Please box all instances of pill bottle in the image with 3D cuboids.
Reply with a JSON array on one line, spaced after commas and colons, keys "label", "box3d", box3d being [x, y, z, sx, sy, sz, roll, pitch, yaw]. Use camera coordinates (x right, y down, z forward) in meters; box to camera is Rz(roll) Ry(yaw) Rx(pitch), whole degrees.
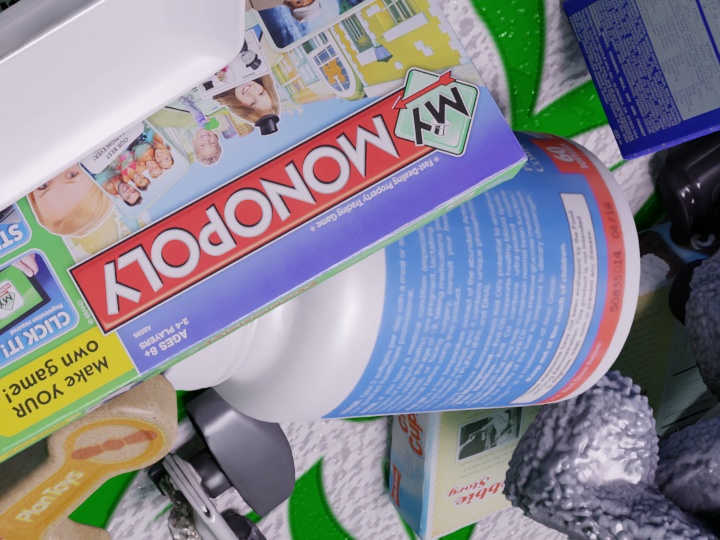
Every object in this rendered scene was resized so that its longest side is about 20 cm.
[{"label": "pill bottle", "box3d": [0.000, 0.000, 0.753, 0.199, 0.112, 0.113, -1, 127, -38]}]

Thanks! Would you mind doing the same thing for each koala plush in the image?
[{"label": "koala plush", "box3d": [0.192, 0.053, 0.866, 0.201, 0.183, 0.177, -66, 157, -9]}]

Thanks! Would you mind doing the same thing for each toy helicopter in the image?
[{"label": "toy helicopter", "box3d": [-0.140, 0.086, 0.718, 0.132, 0.079, 0.200, 21, 135, -33]}]

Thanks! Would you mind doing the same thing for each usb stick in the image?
[{"label": "usb stick", "box3d": [0.222, -0.085, 0.908, 0.200, 0.033, 0.056, -35, 147, -6]}]

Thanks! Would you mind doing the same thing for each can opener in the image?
[{"label": "can opener", "box3d": [-0.040, 0.130, 0.888, 0.066, 0.053, 0.200, -33, 140, -9]}]

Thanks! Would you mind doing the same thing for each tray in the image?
[{"label": "tray", "box3d": [-0.119, -0.038, 0.576, 0.200, 0.022, 0.107, -34, 168, -13]}]

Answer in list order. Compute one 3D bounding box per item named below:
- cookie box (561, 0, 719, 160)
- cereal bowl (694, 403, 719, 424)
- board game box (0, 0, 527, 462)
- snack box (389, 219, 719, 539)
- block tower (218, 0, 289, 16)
[{"label": "cookie box", "box3d": [0.192, -0.118, 0.733, 0.170, 0.076, 0.200, -25, -178, -17]}, {"label": "cereal bowl", "box3d": [0.227, 0.121, 1.031, 0.199, 0.083, 0.200, -27, 152, -16]}, {"label": "board game box", "box3d": [-0.063, -0.045, 0.654, 0.199, 0.135, 0.029, -29, 174, -12]}, {"label": "snack box", "box3d": [0.108, 0.044, 0.935, 0.199, 0.037, 0.117, -20, 136, -23]}, {"label": "block tower", "box3d": [0.036, -0.133, 0.608, 0.199, 0.054, 0.058, -12, 157, 3]}]
